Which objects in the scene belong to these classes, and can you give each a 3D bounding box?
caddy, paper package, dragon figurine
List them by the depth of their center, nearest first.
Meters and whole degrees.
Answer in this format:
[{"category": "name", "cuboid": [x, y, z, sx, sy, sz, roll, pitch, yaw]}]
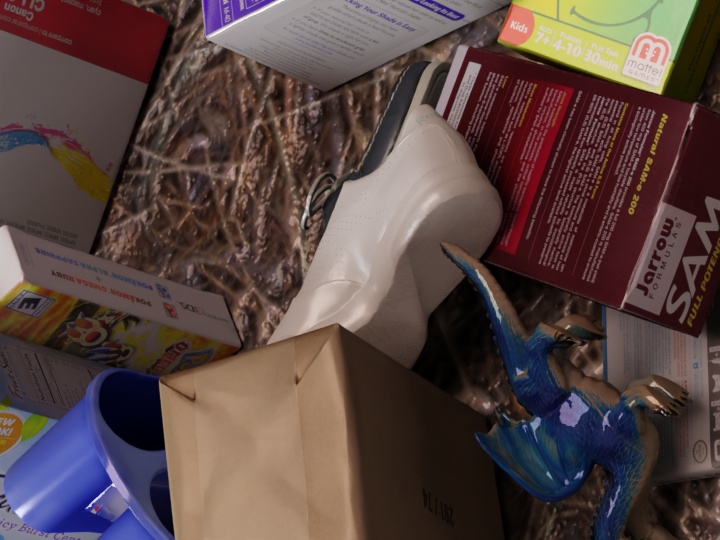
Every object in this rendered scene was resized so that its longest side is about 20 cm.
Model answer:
[{"category": "dragon figurine", "cuboid": [0.095, 0.077, 1.350, 0.200, 0.059, 0.100, 37, 106, 5]}, {"category": "paper package", "cuboid": [-0.004, 0.145, 1.371, 0.103, 0.200, 0.192, -16, 67, 20]}, {"category": "caddy", "cuboid": [-0.092, 0.125, 1.445, 0.105, 0.200, 0.142, -40, 67, 17]}]

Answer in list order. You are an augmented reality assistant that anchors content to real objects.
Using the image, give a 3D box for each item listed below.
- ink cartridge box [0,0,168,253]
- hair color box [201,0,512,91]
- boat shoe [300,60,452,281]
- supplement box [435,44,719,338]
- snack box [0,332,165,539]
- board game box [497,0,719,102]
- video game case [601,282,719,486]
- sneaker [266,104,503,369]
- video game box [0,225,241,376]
[{"category": "ink cartridge box", "cuboid": [-0.242, -0.094, 1.698, 0.145, 0.144, 0.201, 20, 91, 42]}, {"category": "hair color box", "cuboid": [0.018, -0.175, 1.519, 0.199, 0.109, 0.065, -21, 64, 34]}, {"category": "boat shoe", "cuboid": [0.004, -0.023, 1.513, 0.062, 0.075, 0.201, 18, 98, 31]}, {"category": "supplement box", "cuboid": [0.110, -0.044, 1.409, 0.200, 0.061, 0.109, 23, 92, 54]}, {"category": "snack box", "cuboid": [-0.197, 0.125, 1.555, 0.169, 0.199, 0.068, -45, 53, 21]}, {"category": "board game box", "cuboid": [0.158, -0.194, 1.429, 0.101, 0.048, 0.201, 22, 92, 28]}, {"category": "video game case", "cuboid": [0.206, 0.026, 1.357, 0.199, 0.018, 0.144, -13, 68, 38]}, {"category": "sneaker", "cuboid": [0.000, 0.000, 1.443, 0.200, 0.075, 0.089, -50, 45, 29]}, {"category": "video game box", "cuboid": [-0.199, 0.068, 1.586, 0.200, 0.182, 0.047, -41, 56, 25]}]
